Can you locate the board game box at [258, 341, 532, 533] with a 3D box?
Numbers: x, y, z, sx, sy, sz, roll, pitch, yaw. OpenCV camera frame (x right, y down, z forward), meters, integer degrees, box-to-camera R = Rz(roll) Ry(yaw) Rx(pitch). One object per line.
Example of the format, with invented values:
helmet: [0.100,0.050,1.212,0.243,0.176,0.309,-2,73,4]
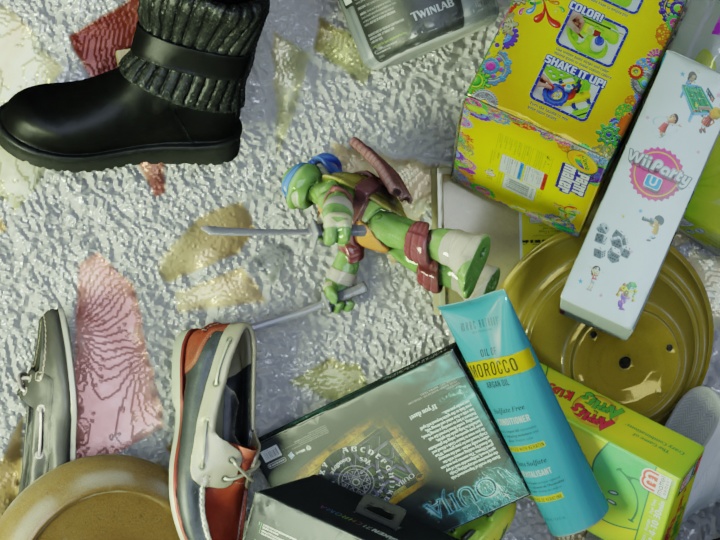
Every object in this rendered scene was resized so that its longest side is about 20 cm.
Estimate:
board game box: [0.025,0.158,1.565,0.200,0.028,0.136,-26,96,21]

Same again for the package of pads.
package of pads: [0.312,-0.121,1.621,0.154,0.068,0.201,29,85,-32]

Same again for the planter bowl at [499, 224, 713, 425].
planter bowl: [0.208,0.067,1.595,0.200,0.083,0.201,-2,102,-8]

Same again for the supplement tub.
supplement tub: [0.024,-0.275,1.576,0.122,0.123,0.201,-21,92,-9]

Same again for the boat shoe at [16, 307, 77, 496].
boat shoe: [-0.256,0.131,1.552,0.057,0.067,0.201,-3,93,-13]

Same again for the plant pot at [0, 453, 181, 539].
plant pot: [-0.204,0.247,1.543,0.199,0.027,0.201,-4,100,-26]

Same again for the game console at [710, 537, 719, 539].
game console: [0.270,0.245,1.567,0.176,0.200,0.031,-20,73,-10]

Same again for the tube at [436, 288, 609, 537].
tube: [0.129,0.108,1.497,0.050,0.077,0.200,-36,103,-44]

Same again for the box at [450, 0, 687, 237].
box: [0.169,-0.160,1.533,0.122,0.200,0.193,25,76,6]

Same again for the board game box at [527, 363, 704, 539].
board game box: [0.168,0.144,1.556,0.200,0.102,0.048,27,44,22]

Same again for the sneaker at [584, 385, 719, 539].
sneaker: [0.278,0.194,1.628,0.115,0.074,0.200,18,115,-38]

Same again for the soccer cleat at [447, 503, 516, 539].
soccer cleat: [0.068,0.267,1.611,0.084,0.065,0.200,44,78,-33]

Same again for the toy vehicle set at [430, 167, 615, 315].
toy vehicle set: [0.160,-0.025,1.639,0.199,0.027,0.125,0,89,-9]

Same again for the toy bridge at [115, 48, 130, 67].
toy bridge: [-0.183,-0.261,1.592,0.067,0.027,0.201,-11,92,-9]

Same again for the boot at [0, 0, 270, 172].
boot: [-0.182,-0.164,1.526,0.210,0.080,0.158,-4,133,-16]

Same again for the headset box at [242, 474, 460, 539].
headset box: [-0.011,0.274,1.512,0.174,0.093,0.201,20,103,27]

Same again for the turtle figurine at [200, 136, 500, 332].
turtle figurine: [0.000,0.000,1.546,0.193,0.200,0.144,20,129,19]

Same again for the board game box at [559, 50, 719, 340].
board game box: [0.217,-0.052,1.476,0.064,0.148,0.201,24,87,6]

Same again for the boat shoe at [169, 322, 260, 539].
boat shoe: [-0.111,0.141,1.558,0.062,0.071,0.201,-9,78,30]
